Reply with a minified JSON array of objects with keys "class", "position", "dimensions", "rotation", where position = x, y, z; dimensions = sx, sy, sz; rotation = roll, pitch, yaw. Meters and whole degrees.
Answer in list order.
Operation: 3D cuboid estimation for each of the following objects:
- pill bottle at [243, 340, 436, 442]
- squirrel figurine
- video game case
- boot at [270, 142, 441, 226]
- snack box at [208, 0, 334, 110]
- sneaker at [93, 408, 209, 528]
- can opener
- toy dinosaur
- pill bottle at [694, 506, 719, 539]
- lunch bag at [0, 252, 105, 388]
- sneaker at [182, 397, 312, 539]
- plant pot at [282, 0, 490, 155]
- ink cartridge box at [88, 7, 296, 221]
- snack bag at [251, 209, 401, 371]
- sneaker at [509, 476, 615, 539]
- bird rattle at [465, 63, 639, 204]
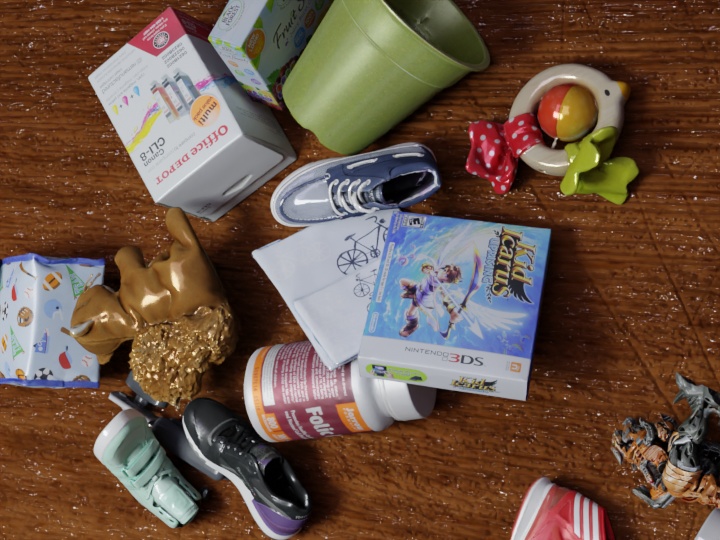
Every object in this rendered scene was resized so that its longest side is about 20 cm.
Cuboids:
[{"class":"pill bottle","position":[-0.022,0.132,1.504],"dimensions":[0.200,0.114,0.114],"rotation":[-10,79,24]},{"class":"squirrel figurine","position":[-0.248,0.061,1.565],"dimensions":[0.186,0.142,0.200],"rotation":[-26,65,-3]},{"class":"video game case","position":[0.105,0.033,1.425],"dimensions":[0.181,0.045,0.200],"rotation":[8,57,9]},{"class":"boot","position":[-0.007,-0.092,1.490],"dimensions":[0.200,0.090,0.073],"rotation":[-20,108,3]},{"class":"snack box","position":[-0.089,-0.312,1.550],"dimensions":[0.053,0.142,0.200],"rotation":[19,74,27]},{"class":"sneaker","position":[-0.240,0.239,1.557],"dimensions":[0.118,0.200,0.074],"rotation":[35,71,21]},{"class":"can opener","position":[-0.230,0.191,1.626],"dimensions":[0.200,0.053,0.067],"rotation":[33,98,24]},{"class":"toy dinosaur","position":[0.341,0.188,1.330],"dimensions":[0.200,0.102,0.136],"rotation":[28,91,36]},{"class":"pill bottle","position":[0.420,0.314,1.277],"dimensions":[0.200,0.113,0.113],"rotation":[28,95,26]},{"class":"lunch bag","position":[-0.417,0.067,1.682],"dimensions":[0.200,0.124,0.170],"rotation":[-3,82,58]},{"class":"sneaker","position":[-0.125,0.215,1.538],"dimensions":[0.200,0.076,0.088],"rotation":[47,145,10]},{"class":"plant pot","position":[0.012,-0.239,1.514],"dimensions":[0.190,0.200,0.200],"rotation":[-45,67,27]},{"class":"ink cartridge box","position":[-0.204,-0.187,1.614],"dimensions":[0.145,0.145,0.200],"rotation":[-36,71,16]},{"class":"snack bag","position":[0.000,0.000,1.499],"dimensions":[0.188,0.021,0.200],"rotation":[-28,55,-12]},{"class":"sneaker","position":[0.204,0.331,1.394],"dimensions":[0.115,0.078,0.200],"rotation":[19,92,27]},{"class":"bird rattle","position":[0.218,-0.151,1.463],"dimensions":[0.200,0.113,0.163],"rotation":[18,79,38]}]
